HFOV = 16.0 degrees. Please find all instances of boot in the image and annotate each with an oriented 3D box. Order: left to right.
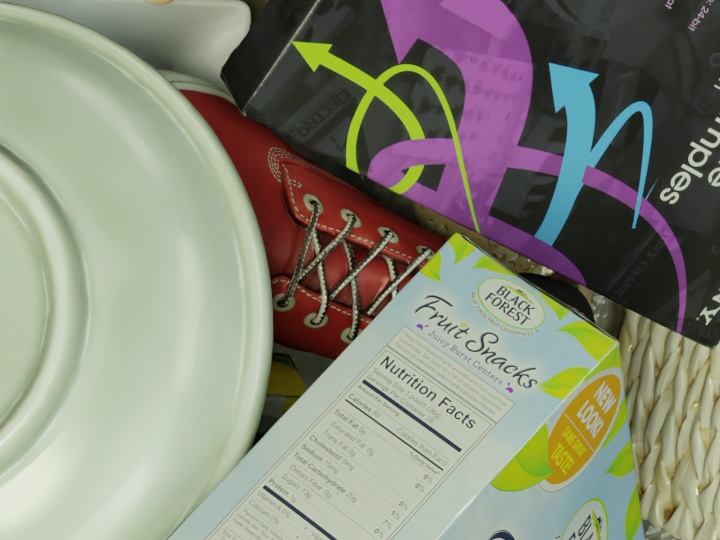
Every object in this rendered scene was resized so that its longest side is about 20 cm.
[{"bbox_3d":[0.000,0.000,0.812,0.200,0.144,0.073,26,86,-60],"label":"boot"}]

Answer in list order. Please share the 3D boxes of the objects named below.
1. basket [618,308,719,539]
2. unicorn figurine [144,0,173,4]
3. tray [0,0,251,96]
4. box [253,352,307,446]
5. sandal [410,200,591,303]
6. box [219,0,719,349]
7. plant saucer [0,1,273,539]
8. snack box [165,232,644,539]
[{"bbox_3d":[0.223,0.026,1.034,0.197,0.161,0.201,-3,109,-39],"label":"basket"},{"bbox_3d":[-0.036,-0.141,0.769,0.200,0.074,0.138,-50,173,-39],"label":"unicorn figurine"},{"bbox_3d":[-0.099,0.004,0.849,0.107,0.022,0.201,-1,108,-40],"label":"tray"},{"bbox_3d":[-0.097,0.078,0.808,0.199,0.048,0.118,8,107,-14],"label":"box"},{"bbox_3d":[0.047,-0.029,0.928,0.069,0.077,0.213,24,83,-37],"label":"sandal"},{"bbox_3d":[0.076,-0.072,0.815,0.199,0.036,0.143,24,110,-29],"label":"box"},{"bbox_3d":[-0.125,0.015,0.717,0.201,0.200,0.050,-57,168,-6],"label":"plant saucer"},{"bbox_3d":[-0.003,0.113,0.752,0.200,0.068,0.169,-48,153,-17],"label":"snack box"}]
